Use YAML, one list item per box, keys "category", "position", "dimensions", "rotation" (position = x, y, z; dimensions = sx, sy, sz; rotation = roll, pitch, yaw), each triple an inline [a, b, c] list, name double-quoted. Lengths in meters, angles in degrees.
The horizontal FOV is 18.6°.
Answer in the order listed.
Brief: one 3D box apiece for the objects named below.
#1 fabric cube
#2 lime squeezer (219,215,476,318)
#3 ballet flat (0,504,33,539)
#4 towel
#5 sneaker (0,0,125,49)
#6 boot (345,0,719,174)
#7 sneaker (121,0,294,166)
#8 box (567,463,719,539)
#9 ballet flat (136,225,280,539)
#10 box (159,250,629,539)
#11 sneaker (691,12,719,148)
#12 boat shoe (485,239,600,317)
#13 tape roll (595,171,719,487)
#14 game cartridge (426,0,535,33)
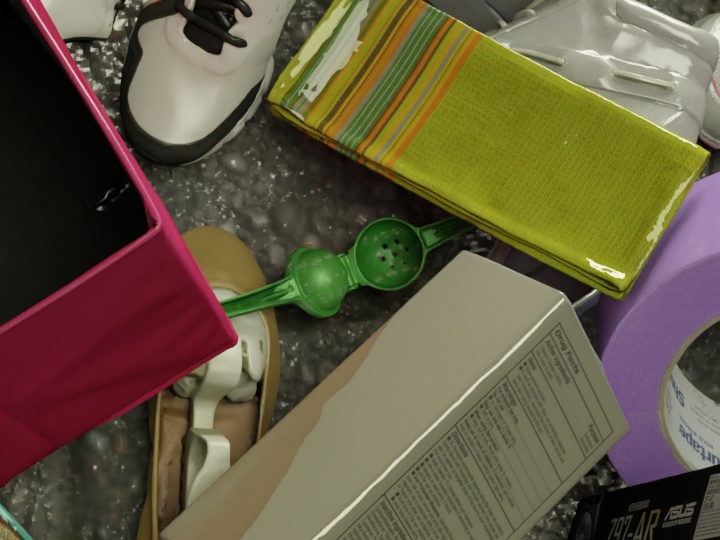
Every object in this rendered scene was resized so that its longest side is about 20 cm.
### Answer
- category: "fabric cube"
  position: [-0.192, -0.019, 0.904]
  dimensions: [0.199, 0.199, 0.197]
  rotation: [-33, 76, -3]
- category: "lime squeezer"
  position: [0.000, 0.000, 1.070]
  dimensions: [0.199, 0.071, 0.038]
  rotation: [-20, 102, -20]
- category: "ballet flat"
  position: [-0.138, 0.171, 0.995]
  dimensions: [0.200, 0.071, 0.071]
  rotation: [42, 69, 3]
- category: "towel"
  position: [0.058, -0.068, 1.043]
  dimensions: [0.199, 0.018, 0.086]
  rotation: [29, 80, 17]
- category: "sneaker"
  position: [-0.135, -0.159, 1.077]
  dimensions: [0.200, 0.074, 0.080]
  rotation: [-44, 106, -16]
- category: "boot"
  position: [0.078, -0.099, 1.099]
  dimensions: [0.199, 0.074, 0.096]
  rotation: [17, 70, 15]
- category: "sneaker"
  position: [-0.060, -0.145, 1.061]
  dimensions: [0.073, 0.080, 0.201]
  rotation: [27, 86, 2]
- category: "box"
  position: [0.202, 0.142, 1.009]
  dimensions: [0.160, 0.200, 0.044]
  rotation: [22, 73, -12]
- category: "ballet flat"
  position: [-0.068, 0.072, 1.044]
  dimensions: [0.068, 0.063, 0.201]
  rotation: [6, 76, -15]
- category: "box"
  position: [0.019, 0.094, 0.992]
  dimensions: [0.200, 0.078, 0.095]
  rotation: [-42, 127, -18]
- category: "sneaker"
  position: [0.254, -0.124, 1.174]
  dimensions: [0.199, 0.088, 0.082]
  rotation: [-22, 86, -28]
- category: "boat shoe"
  position: [0.109, -0.015, 1.122]
  dimensions: [0.202, 0.065, 0.074]
  rotation: [-42, 93, -22]
- category: "tape roll"
  position: [0.212, 0.045, 1.056]
  dimensions: [0.199, 0.200, 0.066]
  rotation: [26, 36, -11]
- category: "game cartridge"
  position: [0.049, -0.209, 1.118]
  dimensions: [0.200, 0.130, 0.038]
  rotation: [44, 31, -4]
